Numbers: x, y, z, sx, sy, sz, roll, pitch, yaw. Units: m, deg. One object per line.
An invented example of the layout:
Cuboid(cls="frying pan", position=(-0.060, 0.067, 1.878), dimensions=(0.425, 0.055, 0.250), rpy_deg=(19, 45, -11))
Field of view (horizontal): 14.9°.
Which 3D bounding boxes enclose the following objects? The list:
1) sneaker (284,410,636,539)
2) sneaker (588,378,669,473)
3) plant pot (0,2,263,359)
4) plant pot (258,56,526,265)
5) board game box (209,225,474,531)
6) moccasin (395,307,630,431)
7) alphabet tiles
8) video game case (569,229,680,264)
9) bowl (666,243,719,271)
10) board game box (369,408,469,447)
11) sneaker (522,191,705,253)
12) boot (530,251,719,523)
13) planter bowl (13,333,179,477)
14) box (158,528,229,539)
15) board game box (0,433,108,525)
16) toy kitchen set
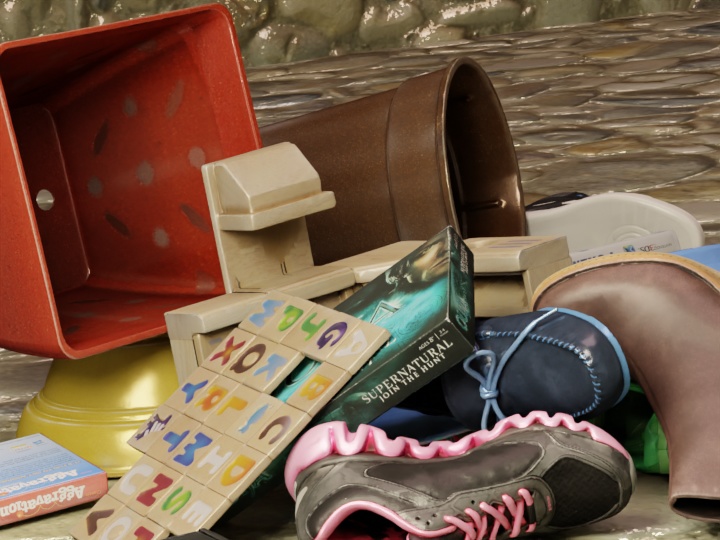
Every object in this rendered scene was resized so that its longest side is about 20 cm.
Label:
Cuboid(cls="sneaker", position=(0.054, 0.134, 1.527), dimensions=(0.199, 0.079, 0.096), rpy_deg=(-5, 33, 7))
Cuboid(cls="sneaker", position=(0.167, 0.078, 1.697), dimensions=(0.083, 0.075, 0.200), rpy_deg=(-5, 11, -17))
Cuboid(cls="plant pot", position=(-0.191, -0.051, 1.818), dimensions=(0.199, 0.201, 0.176), rpy_deg=(-16, 4, -42))
Cuboid(cls="plant pot", position=(0.007, -0.052, 2.148), dimensions=(0.197, 0.201, 0.200), rpy_deg=(-8, 10, 19))
Cuboid(cls="board game box", position=(-0.018, 0.063, 1.623), dimensions=(0.200, 0.028, 0.135), rpy_deg=(-36, 19, 16))
Cuboid(cls="moccasin", position=(0.075, 0.069, 1.595), dimensions=(0.068, 0.081, 0.200), rpy_deg=(-23, 7, -33))
Cuboid(cls="alphabet tiles", position=(-0.085, 0.094, 1.614), dimensions=(0.200, 0.008, 0.167), rpy_deg=(-46, 23, -13))
Cuboid(cls="video game case", position=(0.099, 0.023, 1.944), dimensions=(0.182, 0.022, 0.200), rpy_deg=(-13, -8, -43))
Cuboid(cls="bowl", position=(0.179, 0.025, 1.859), dimensions=(0.199, 0.040, 0.201), rpy_deg=(-15, -9, -2))
Cuboid(cls="board game box", position=(0.012, 0.109, 1.714), dimensions=(0.157, 0.039, 0.200), rpy_deg=(-10, 9, 8))
Cuboid(cls="sneaker", position=(0.198, -0.037, 2.244), dimensions=(0.199, 0.074, 0.112), rpy_deg=(-1, 14, 27))
Cuboid(cls="boot", position=(0.186, 0.070, 1.574), dimensions=(0.199, 0.073, 0.167), rpy_deg=(7, 41, 10))
Cuboid(cls="planter bowl", position=(-0.143, 0.072, 1.846), dimensions=(0.199, 0.084, 0.200), rpy_deg=(-5, 11, 1))
Cuboid(cls="box", position=(-0.121, 0.187, 1.367), dimensions=(0.199, 0.048, 0.193), rpy_deg=(-11, 15, -27))
Cuboid(cls="board game box", position=(-0.266, 0.142, 1.694), dimensions=(0.199, 0.020, 0.103), rpy_deg=(-13, 16, -28))
Cuboid(cls="toy kitchen set", position=(0.000, 0.000, 1.737), dimensions=(0.199, 0.164, 0.180), rpy_deg=(-18, 10, -36))
